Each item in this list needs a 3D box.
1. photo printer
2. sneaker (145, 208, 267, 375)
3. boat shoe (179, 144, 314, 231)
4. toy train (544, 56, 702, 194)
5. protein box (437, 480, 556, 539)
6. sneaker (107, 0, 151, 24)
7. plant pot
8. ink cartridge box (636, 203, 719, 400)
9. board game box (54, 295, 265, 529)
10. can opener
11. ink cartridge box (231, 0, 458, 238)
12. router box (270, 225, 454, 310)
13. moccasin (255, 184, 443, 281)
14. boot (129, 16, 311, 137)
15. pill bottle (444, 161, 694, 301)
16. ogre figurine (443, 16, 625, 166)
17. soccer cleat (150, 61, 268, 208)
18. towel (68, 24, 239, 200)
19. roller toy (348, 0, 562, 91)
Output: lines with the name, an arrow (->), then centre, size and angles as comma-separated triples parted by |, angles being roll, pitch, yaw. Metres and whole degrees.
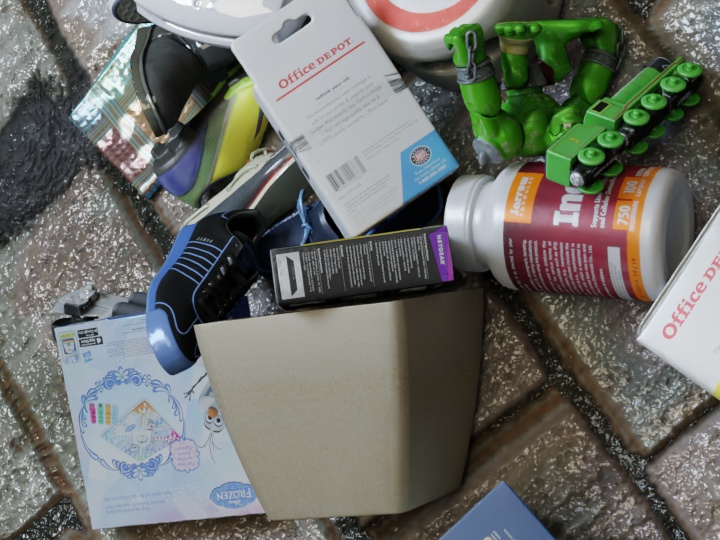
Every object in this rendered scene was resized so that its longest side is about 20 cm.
photo printer -> -0.109, -0.294, 1.612 | 0.165, 0.070, 0.201 | 15, 60, 17
sneaker -> -0.135, 0.011, 1.549 | 0.077, 0.070, 0.201 | -20, 33, 22
boat shoe -> -0.096, -0.080, 1.662 | 0.200, 0.071, 0.063 | -46, 61, 16
toy train -> 0.223, -0.127, 1.459 | 0.056, 0.200, 0.042 | 23, 135, 30
protein box -> 0.110, 0.315, 1.393 | 0.200, 0.135, 0.199 | -42, 76, -2
sneaker -> -0.190, -0.341, 1.726 | 0.201, 0.077, 0.147 | -32, 68, -16
plant pot -> -0.006, 0.118, 1.511 | 0.198, 0.200, 0.179 | -7, 89, 25
ink cartridge box -> 0.348, 0.055, 1.398 | 0.200, 0.083, 0.146 | 37, 97, 27
board game box -> -0.183, 0.137, 1.644 | 0.198, 0.043, 0.201 | -9, 92, 25
can opener -> -0.219, 0.053, 1.713 | 0.198, 0.053, 0.067 | 7, 117, 29
ink cartridge box -> -0.016, -0.140, 1.522 | 0.115, 0.067, 0.201 | -33, 89, -4
router box -> 0.000, 0.000, 1.495 | 0.147, 0.200, 0.052 | -8, 88, -2
moccasin -> -0.022, -0.051, 1.615 | 0.199, 0.068, 0.081 | -27, 69, 20
boot -> -0.118, -0.217, 1.649 | 0.198, 0.073, 0.183 | -15, 41, 6
pill bottle -> 0.178, -0.036, 1.486 | 0.198, 0.113, 0.114 | 4, 81, 27
ogre figurine -> 0.154, -0.157, 1.497 | 0.097, 0.200, 0.121 | 5, 102, 29
soccer cleat -> -0.117, -0.146, 1.694 | 0.200, 0.084, 0.065 | -44, 27, -4
towel -> -0.199, -0.192, 1.761 | 0.147, 0.022, 0.201 | 43, 100, 28
roller toy -> 0.084, -0.268, 1.565 | 0.182, 0.140, 0.201 | 33, 95, 28
